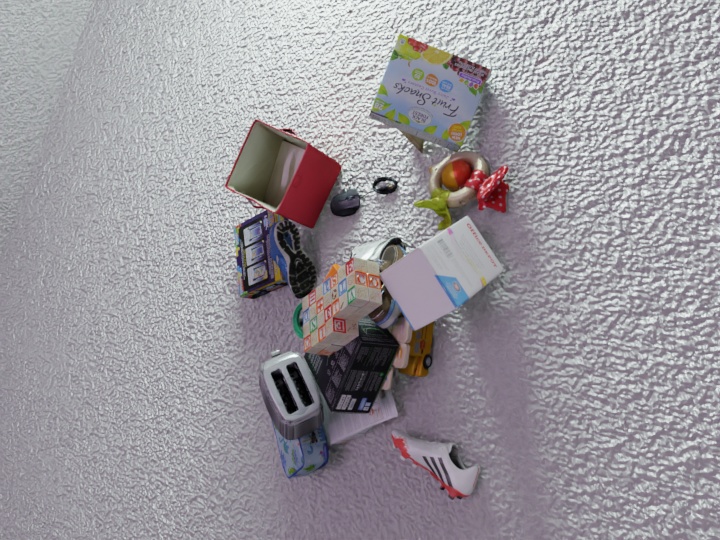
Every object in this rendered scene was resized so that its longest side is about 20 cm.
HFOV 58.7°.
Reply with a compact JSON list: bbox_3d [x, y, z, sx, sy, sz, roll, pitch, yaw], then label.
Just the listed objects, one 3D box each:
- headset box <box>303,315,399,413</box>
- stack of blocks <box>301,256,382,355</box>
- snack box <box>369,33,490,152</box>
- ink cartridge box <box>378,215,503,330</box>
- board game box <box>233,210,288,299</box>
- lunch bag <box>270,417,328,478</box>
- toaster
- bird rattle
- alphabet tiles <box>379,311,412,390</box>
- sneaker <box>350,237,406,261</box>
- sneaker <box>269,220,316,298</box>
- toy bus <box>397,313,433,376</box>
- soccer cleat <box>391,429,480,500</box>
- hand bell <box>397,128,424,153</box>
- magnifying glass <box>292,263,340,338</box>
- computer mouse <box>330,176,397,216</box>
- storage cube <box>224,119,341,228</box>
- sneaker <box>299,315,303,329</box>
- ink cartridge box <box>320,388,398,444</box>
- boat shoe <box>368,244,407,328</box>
[{"bbox_3d":[-0.027,0.165,1.330,0.200,0.092,0.175,52,126,52],"label":"headset box"},{"bbox_3d":[-0.038,0.073,1.226,0.200,0.058,0.116,-39,47,46],"label":"stack of blocks"},{"bbox_3d":[0.139,-0.357,1.298,0.199,0.068,0.170,22,89,0],"label":"snack box"},{"bbox_3d":[0.161,0.000,1.211,0.125,0.200,0.129,-36,86,46],"label":"ink cartridge box"},{"bbox_3d":[-0.253,-0.045,1.673,0.165,0.057,0.202,-20,70,35],"label":"board game box"},{"bbox_3d":[-0.145,0.366,1.474,0.161,0.082,0.201,-51,49,50],"label":"lunch bag"},{"bbox_3d":[-0.144,0.269,1.356,0.129,0.113,0.201,99,147,-63],"label":"toaster"},{"bbox_3d":[0.200,-0.176,1.282,0.199,0.112,0.164,-28,49,31],"label":"bird rattle"},{"bbox_3d":[0.044,0.140,1.321,0.200,0.014,0.197,2,84,61],"label":"alphabet tiles"},{"bbox_3d":[0.000,0.000,1.389,0.115,0.200,0.076,-2,122,55],"label":"sneaker"},{"bbox_3d":[-0.171,-0.028,1.563,0.089,0.078,0.201,11,120,59],"label":"sneaker"},{"bbox_3d":[0.108,0.114,1.320,0.065,0.078,0.202,4,86,41],"label":"toy bus"},{"bbox_3d":[0.146,0.363,1.260,0.200,0.068,0.086,34,96,36],"label":"soccer cleat"},{"bbox_3d":[0.166,-0.358,1.362,0.200,0.104,0.104,-44,56,11],"label":"hand bell"},{"bbox_3d":[-0.095,0.069,1.426,0.080,0.022,0.201,51,124,33],"label":"magnifying glass"},{"bbox_3d":[0.001,-0.175,1.491,0.199,0.034,0.059,-21,69,36],"label":"computer mouse"},{"bbox_3d":[-0.178,-0.227,1.526,0.170,0.180,0.201,27,93,25],"label":"storage cube"},{"bbox_3d":[-0.067,0.130,1.469,0.199,0.081,0.076,-3,79,39],"label":"sneaker"},{"bbox_3d":[-0.006,0.277,1.420,0.199,0.050,0.163,-28,64,27],"label":"ink cartridge box"},{"bbox_3d":[0.048,0.015,1.275,0.072,0.072,0.201,-34,33,36],"label":"boat shoe"}]
